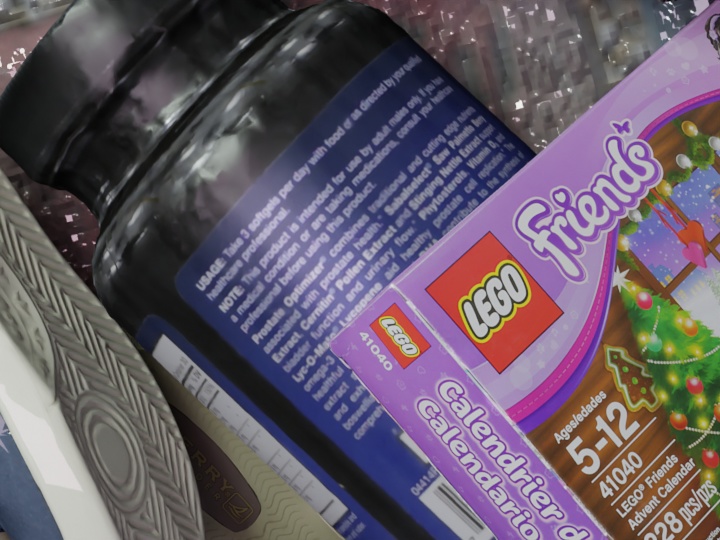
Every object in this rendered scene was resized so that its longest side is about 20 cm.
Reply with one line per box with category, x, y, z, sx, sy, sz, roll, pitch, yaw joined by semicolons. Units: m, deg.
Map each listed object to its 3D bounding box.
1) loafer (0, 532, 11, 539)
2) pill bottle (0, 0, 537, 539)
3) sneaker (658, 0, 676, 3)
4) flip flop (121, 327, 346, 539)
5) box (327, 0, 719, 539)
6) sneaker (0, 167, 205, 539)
loafer;-0.101;0.101;0.826;0.073;0.071;0.201;-32;92;44
pill bottle;0.000;0.000;0.783;0.200;0.112;0.112;43;103;2
sneaker;0.004;-0.120;0.773;0.199;0.078;0.086;25;101;-5
flip flop;-0.009;0.095;0.825;0.081;0.058;0.200;-44;90;13
box;0.102;0.011;0.732;0.137;0.200;0.039;48;143;1
sneaker;-0.118;0.026;0.780;0.084;0.075;0.201;-29;97;19
